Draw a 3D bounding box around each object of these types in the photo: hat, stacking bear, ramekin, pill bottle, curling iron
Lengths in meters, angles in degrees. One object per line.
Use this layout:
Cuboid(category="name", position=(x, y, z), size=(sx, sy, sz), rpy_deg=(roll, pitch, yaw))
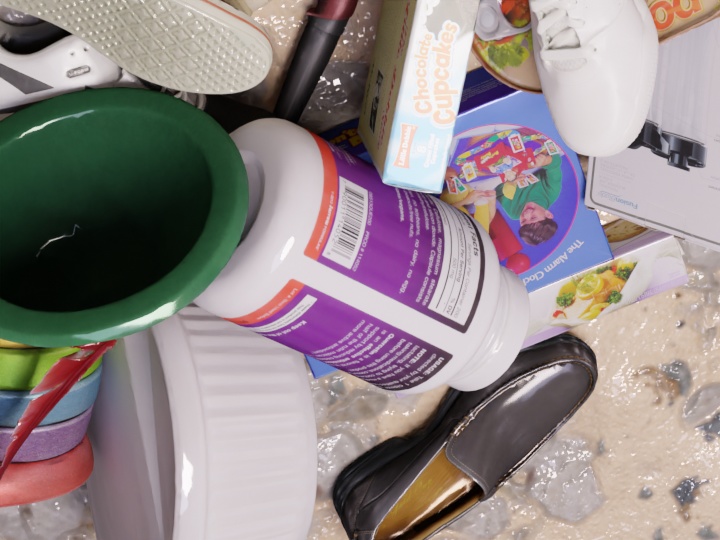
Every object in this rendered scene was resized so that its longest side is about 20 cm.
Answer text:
Cuboid(category="hat", position=(-0.146, 0.019, 1.261), size=(0.199, 0.166, 0.177), rpy_deg=(-14, 144, -1))
Cuboid(category="stacking bear", position=(-0.205, 0.023, 1.319), size=(0.113, 0.122, 0.201), rpy_deg=(4, 111, -4))
Cuboid(category="ramekin", position=(-0.095, 0.099, 1.334), size=(0.094, 0.203, 0.204), rpy_deg=(-4, 121, -21))
Cuboid(category="pill bottle", position=(0.000, 0.000, 1.272), size=(0.199, 0.113, 0.113), rpy_deg=(26, 113, -37))
Cuboid(category="curling iron", position=(-0.023, -0.150, 1.294), size=(0.049, 0.026, 0.201), rpy_deg=(-13, 136, -46))

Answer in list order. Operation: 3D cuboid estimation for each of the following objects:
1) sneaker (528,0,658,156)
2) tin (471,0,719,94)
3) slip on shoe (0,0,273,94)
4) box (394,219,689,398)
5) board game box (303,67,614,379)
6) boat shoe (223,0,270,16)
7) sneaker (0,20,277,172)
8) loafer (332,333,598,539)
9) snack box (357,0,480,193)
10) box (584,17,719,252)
Cuboid(category="sneaker", position=(0.105, -0.156, 1.198), size=(0.075, 0.088, 0.202), rpy_deg=(2, 103, 35))
Cuboid(category="tin", position=(0.139, -0.170, 1.247), size=(0.199, 0.042, 0.113), rpy_deg=(-24, 83, 38))
Cuboid(category="slip on shoe", position=(-0.136, -0.158, 1.222), size=(0.199, 0.061, 0.074), rpy_deg=(24, 141, 1))
Cuboid(category="box", position=(0.105, 0.019, 1.409), size=(0.199, 0.042, 0.039), rpy_deg=(-21, 120, 3))
Cuboid(category="board game box", position=(0.038, -0.033, 1.364), size=(0.199, 0.045, 0.135), rpy_deg=(-22, 121, 2))
Cuboid(category="boat shoe", position=(-0.099, -0.221, 1.222), size=(0.064, 0.071, 0.200), rpy_deg=(-33, 130, 4))
Cuboid(category="sneaker", position=(-0.135, -0.105, 1.274), size=(0.198, 0.074, 0.089), rpy_deg=(8, 116, -11))
Cuboid(category="loafer", position=(0.073, 0.120, 1.442), size=(0.200, 0.072, 0.073), rpy_deg=(-40, 118, 12))
Cuboid(category="snack box", position=(0.039, -0.153, 1.229), size=(0.037, 0.116, 0.201), rpy_deg=(9, 105, -9))
Cuboid(category="box", position=(0.197, -0.119, 1.291), size=(0.060, 0.116, 0.201), rpy_deg=(-26, 127, -47))
